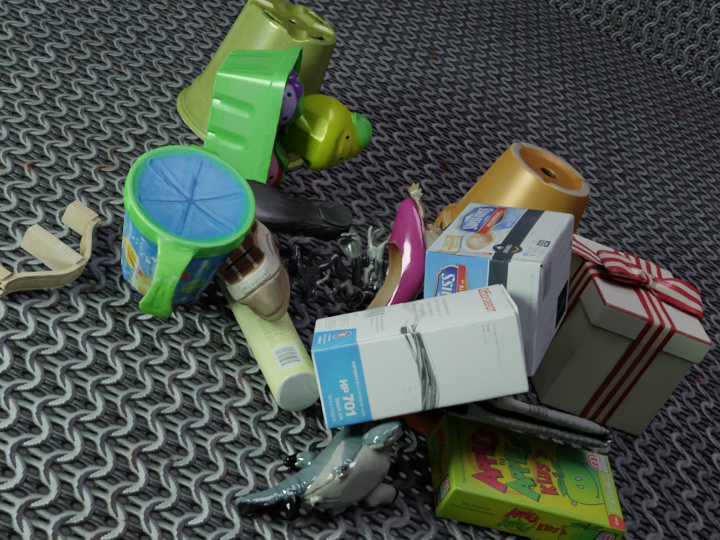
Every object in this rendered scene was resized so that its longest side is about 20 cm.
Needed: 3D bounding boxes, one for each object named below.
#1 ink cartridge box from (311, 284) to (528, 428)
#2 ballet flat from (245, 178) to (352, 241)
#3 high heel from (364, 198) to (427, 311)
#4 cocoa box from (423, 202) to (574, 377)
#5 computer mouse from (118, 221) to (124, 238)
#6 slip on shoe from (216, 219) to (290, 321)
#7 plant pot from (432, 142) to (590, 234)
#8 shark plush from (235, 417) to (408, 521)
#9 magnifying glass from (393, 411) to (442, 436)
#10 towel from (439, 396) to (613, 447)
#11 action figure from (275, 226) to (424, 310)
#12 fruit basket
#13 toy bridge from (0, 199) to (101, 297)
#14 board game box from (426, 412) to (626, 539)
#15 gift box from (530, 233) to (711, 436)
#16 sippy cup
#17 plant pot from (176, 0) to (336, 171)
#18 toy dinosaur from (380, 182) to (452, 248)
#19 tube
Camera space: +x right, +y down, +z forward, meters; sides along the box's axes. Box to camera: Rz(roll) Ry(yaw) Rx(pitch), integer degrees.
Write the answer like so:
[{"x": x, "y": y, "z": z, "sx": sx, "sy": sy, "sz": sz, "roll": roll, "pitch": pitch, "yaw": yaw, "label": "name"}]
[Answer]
[{"x": 0.056, "y": 0.082, "z": 1.241, "sx": 0.198, "sy": 0.087, "sz": 0.146, "roll": -9, "pitch": 9, "yaw": 2, "label": "ink cartridge box"}, {"x": -0.099, "y": -0.063, "z": 1.495, "sx": 0.199, "sy": 0.057, "sz": 0.067, "roll": 12, "pitch": 51, "yaw": -31, "label": "ballet flat"}, {"x": 0.022, "y": 0.018, "z": 1.386, "sx": 0.095, "sy": 0.202, "sz": 0.067, "roll": 3, "pitch": -7, "yaw": -13, "label": "high heel"}, {"x": 0.157, "y": 0.016, "z": 1.421, "sx": 0.130, "sy": 0.135, "sz": 0.200, "roll": 8, "pitch": 21, "yaw": 17, "label": "cocoa box"}, {"x": -0.198, "y": -0.046, "z": 1.440, "sx": 0.199, "sy": 0.034, "sz": 0.059, "roll": -6, "pitch": 54, "yaw": -47, "label": "computer mouse"}, {"x": -0.113, "y": 0.000, "z": 1.360, "sx": 0.061, "sy": 0.076, "sz": 0.200, "roll": 51, "pitch": -2, "yaw": -19, "label": "slip on shoe"}, {"x": 0.216, "y": -0.065, "z": 1.714, "sx": 0.199, "sy": 0.184, "sz": 0.201, "roll": 23, "pitch": 28, "yaw": -13, "label": "plant pot"}, {"x": -0.038, "y": 0.199, "z": 1.190, "sx": 0.083, "sy": 0.092, "sz": 0.199, "roll": 25, "pitch": 41, "yaw": 36, "label": "shark plush"}, {"x": 0.128, "y": 0.192, "z": 1.368, "sx": 0.199, "sy": 0.022, "sz": 0.080, "roll": 25, "pitch": 31, "yaw": -6, "label": "magnifying glass"}, {"x": 0.138, "y": 0.144, "z": 1.341, "sx": 0.199, "sy": 0.035, "sz": 0.192, "roll": 15, "pitch": -3, "yaw": -31, "label": "towel"}, {"x": 0.000, "y": 0.000, "z": 1.468, "sx": 0.198, "sy": 0.103, "sz": 0.119, "roll": 6, "pitch": -10, "yaw": -28, "label": "action figure"}, {"x": -0.087, "y": -0.170, "z": 1.572, "sx": 0.214, "sy": 0.216, "sz": 0.156, "roll": 27, "pitch": 27, "yaw": -6, "label": "fruit basket"}, {"x": -0.314, "y": -0.018, "z": 1.280, "sx": 0.067, "sy": 0.027, "sz": 0.200, "roll": 35, "pitch": 27, "yaw": 3, "label": "toy bridge"}, {"x": 0.172, "y": 0.223, "z": 1.304, "sx": 0.198, "sy": 0.048, "sz": 0.102, "roll": 17, "pitch": 39, "yaw": -17, "label": "board game box"}, {"x": 0.309, "y": 0.063, "z": 1.588, "sx": 0.183, "sy": 0.187, "sz": 0.201, "roll": 17, "pitch": 30, "yaw": -24, "label": "gift box"}, {"x": -0.190, "y": -0.037, "z": 1.303, "sx": 0.140, "sy": 0.131, "sz": 0.177, "roll": 44, "pitch": 47, "yaw": 14, "label": "sippy cup"}, {"x": -0.127, "y": -0.270, "z": 1.722, "sx": 0.199, "sy": 0.185, "sz": 0.201, "roll": 24, "pitch": 27, "yaw": -13, "label": "plant pot"}, {"x": 0.099, "y": -0.017, "z": 1.591, "sx": 0.135, "sy": 0.086, "sz": 0.200, "roll": 40, "pitch": 13, "yaw": -45, "label": "toy dinosaur"}, {"x": -0.094, "y": 0.070, "z": 1.335, "sx": 0.058, "sy": 0.052, "sz": 0.200, "roll": 60, "pitch": -1, "yaw": -40, "label": "tube"}]
